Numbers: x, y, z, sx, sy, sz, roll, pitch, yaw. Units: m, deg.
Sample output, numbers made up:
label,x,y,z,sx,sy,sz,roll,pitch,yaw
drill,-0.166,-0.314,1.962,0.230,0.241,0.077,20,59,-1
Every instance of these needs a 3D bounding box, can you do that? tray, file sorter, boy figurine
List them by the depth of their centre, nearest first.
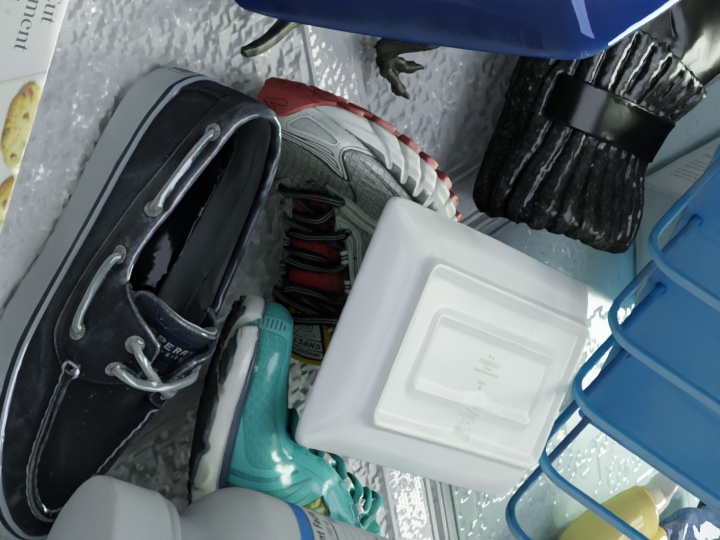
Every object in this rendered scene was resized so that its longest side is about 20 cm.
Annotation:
label,x,y,z,sx,sy,sz,roll,pitch,yaw
tray,0.046,0.040,0.983,0.200,0.022,0.108,22,91,-59
file sorter,0.170,0.063,1.071,0.123,0.139,0.200,-40,160,-46
boy figurine,0.139,0.166,1.212,0.200,0.064,0.125,-10,119,-47

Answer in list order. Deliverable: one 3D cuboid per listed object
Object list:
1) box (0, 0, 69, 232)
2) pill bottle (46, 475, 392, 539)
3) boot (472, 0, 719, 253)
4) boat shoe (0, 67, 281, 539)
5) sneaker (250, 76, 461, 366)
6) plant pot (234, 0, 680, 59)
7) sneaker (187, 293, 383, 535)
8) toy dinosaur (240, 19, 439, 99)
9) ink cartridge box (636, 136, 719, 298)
label,x,y,z,sx,sy,sz,roll,pitch,yaw
box,-0.146,-0.052,0.830,0.041,0.039,0.201,11,99,-50
pill bottle,-0.027,0.151,0.905,0.199,0.112,0.113,22,91,-22
boot,0.145,-0.085,1.091,0.211,0.079,0.158,7,95,-37
boat shoe,-0.088,0.020,0.901,0.072,0.068,0.201,30,85,-49
sneaker,0.000,0.000,0.980,0.082,0.078,0.200,-46,135,-20
plant pot,0.057,-0.208,0.865,0.200,0.200,0.180,-36,123,-32
sneaker,-0.030,0.095,0.975,0.078,0.079,0.201,-83,171,-54
toy dinosaur,0.040,-0.116,0.969,0.199,0.048,0.088,-20,167,-9
ink cartridge box,0.260,-0.026,1.190,0.200,0.147,0.083,-28,127,-35
